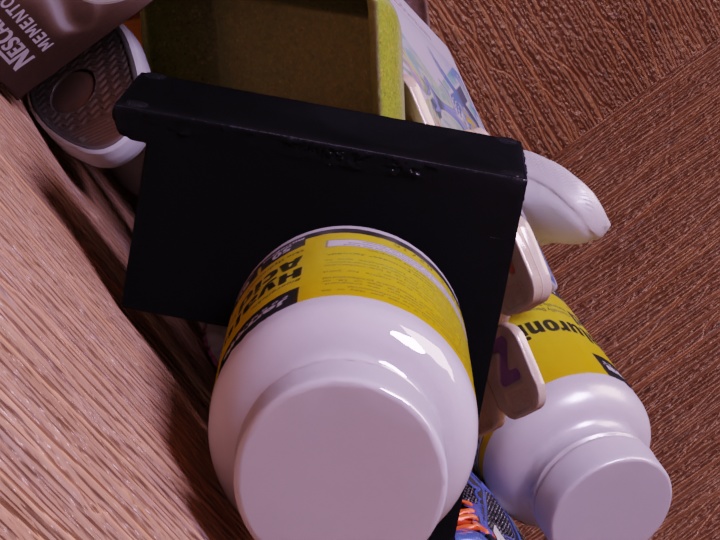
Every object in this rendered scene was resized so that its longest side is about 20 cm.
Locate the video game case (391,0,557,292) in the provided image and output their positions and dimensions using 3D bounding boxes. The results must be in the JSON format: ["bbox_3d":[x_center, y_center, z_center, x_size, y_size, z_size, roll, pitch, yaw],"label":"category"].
[{"bbox_3d":[0.045,-0.094,1.291,0.182,0.022,0.200,39,26,-57],"label":"video game case"}]

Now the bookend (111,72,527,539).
[{"bbox_3d":[-0.032,0.022,1.060,0.092,0.198,0.201,-81,-179,-75],"label":"bookend"}]

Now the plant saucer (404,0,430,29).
[{"bbox_3d":[-0.017,-0.127,1.349,0.037,0.201,0.200,8,-26,28],"label":"plant saucer"}]

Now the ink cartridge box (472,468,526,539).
[{"bbox_3d":[0.053,0.171,1.379,0.200,0.084,0.146,55,1,33],"label":"ink cartridge box"}]

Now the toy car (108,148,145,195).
[{"bbox_3d":[-0.071,-0.063,1.442,0.200,0.150,0.175,55,1,12],"label":"toy car"}]

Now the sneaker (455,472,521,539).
[{"bbox_3d":[0.062,0.169,1.224,0.200,0.075,0.079,-114,-175,-52],"label":"sneaker"}]

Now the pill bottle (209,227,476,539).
[{"bbox_3d":[-0.007,0.056,0.907,0.111,0.111,0.200,54,8,-12],"label":"pill bottle"}]

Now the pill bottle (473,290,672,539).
[{"bbox_3d":[0.115,0.092,1.344,0.111,0.111,0.200,54,2,-40],"label":"pill bottle"}]

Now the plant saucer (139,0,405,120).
[{"bbox_3d":[-0.039,-0.073,1.176,0.199,0.048,0.201,16,-64,45],"label":"plant saucer"}]

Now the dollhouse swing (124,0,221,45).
[{"bbox_3d":[-0.160,-0.193,1.304,0.176,0.181,0.200,-89,174,-55],"label":"dollhouse swing"}]

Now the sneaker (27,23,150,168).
[{"bbox_3d":[-0.155,-0.110,1.251,0.085,0.073,0.200,50,2,-42],"label":"sneaker"}]

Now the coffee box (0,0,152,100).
[{"bbox_3d":[-0.140,-0.195,1.120,0.080,0.200,0.114,55,2,26],"label":"coffee box"}]

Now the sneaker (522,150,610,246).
[{"bbox_3d":[0.078,-0.031,1.406,0.200,0.089,0.075,14,-30,52],"label":"sneaker"}]

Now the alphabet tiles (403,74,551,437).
[{"bbox_3d":[0.031,0.000,1.175,0.200,0.015,0.196,-34,-104,56],"label":"alphabet tiles"}]

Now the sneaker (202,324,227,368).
[{"bbox_3d":[-0.027,0.060,1.212,0.080,0.086,0.200,56,0,-24],"label":"sneaker"}]
